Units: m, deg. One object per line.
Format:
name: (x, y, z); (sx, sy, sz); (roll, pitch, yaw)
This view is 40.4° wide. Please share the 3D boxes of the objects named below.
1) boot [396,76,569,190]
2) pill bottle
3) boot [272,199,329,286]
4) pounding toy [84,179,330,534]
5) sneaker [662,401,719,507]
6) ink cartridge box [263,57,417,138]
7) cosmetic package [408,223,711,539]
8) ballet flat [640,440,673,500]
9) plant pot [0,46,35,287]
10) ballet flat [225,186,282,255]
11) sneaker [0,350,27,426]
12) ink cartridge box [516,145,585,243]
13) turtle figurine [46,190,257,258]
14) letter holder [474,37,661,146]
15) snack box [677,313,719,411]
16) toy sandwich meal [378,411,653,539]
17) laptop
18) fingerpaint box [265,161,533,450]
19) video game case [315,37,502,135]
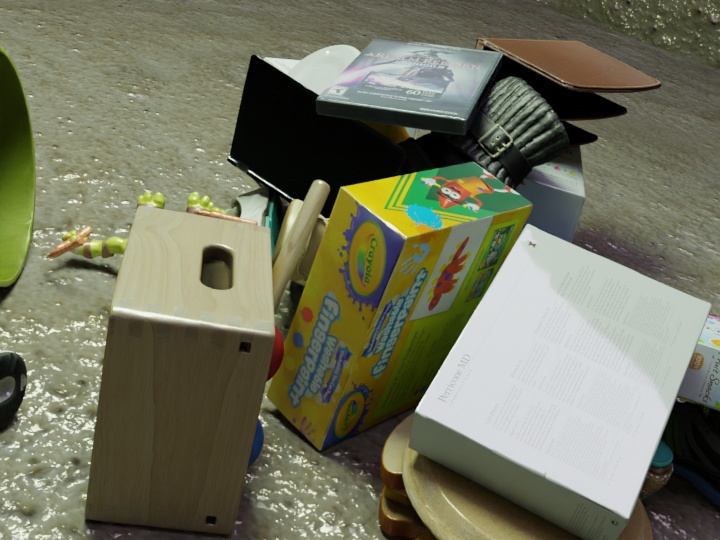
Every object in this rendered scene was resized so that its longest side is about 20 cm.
boot: (0.143, -0.078, 0.950); (0.156, 0.080, 0.213); (-27, 74, -10)
pill bottle: (-0.003, -0.143, 1.108); (0.110, 0.201, 0.112); (-18, 44, 19)
boot: (0.000, 0.000, 0.914); (0.154, 0.074, 0.200); (21, -6, 6)
pounding toy: (-0.102, 0.045, 0.694); (0.140, 0.186, 0.201); (9, 26, -11)
sneaker: (0.280, 0.134, 0.836); (0.198, 0.084, 0.070); (29, 29, 28)
ink cartridge box: (-0.031, -0.178, 1.226); (0.198, 0.146, 0.084); (-3, 29, -33)
cosmetic package: (0.143, 0.072, 0.690); (0.149, 0.052, 0.201); (27, 52, 14)
ballet flat: (0.173, 0.115, 0.821); (0.070, 0.066, 0.201); (-3, 41, -38)
plant pot: (-0.397, -0.087, 0.828); (0.190, 0.203, 0.201); (-1, 27, -3)
ballet flat: (-0.115, -0.034, 1.002); (0.068, 0.070, 0.200); (11, 22, -7)
sneaker: (-0.330, 0.088, 0.641); (0.114, 0.077, 0.200); (15, 16, 22)
ink cartridge box: (0.166, -0.072, 1.117); (0.143, 0.146, 0.200); (16, 25, 4)
turtle figurine: (-0.184, -0.033, 0.937); (0.197, 0.065, 0.162); (-10, 17, 6)
letter holder: (0.228, -0.188, 1.103); (0.198, 0.102, 0.142); (-12, 37, -45)
snack box: (0.256, 0.058, 0.851); (0.140, 0.054, 0.200); (17, 10, 12)
toy sandwich meal: (0.105, 0.170, 0.696); (0.202, 0.071, 0.206); (13, 29, -7)
laptop: (-0.032, -0.115, 1.035); (0.186, 0.117, 0.200); (34, 10, 12)
fingerpaint box: (0.029, 0.024, 0.781); (0.073, 0.202, 0.166); (39, 35, 28)
video game case: (0.054, -0.185, 0.960); (0.141, 0.019, 0.201); (10, 32, 13)
